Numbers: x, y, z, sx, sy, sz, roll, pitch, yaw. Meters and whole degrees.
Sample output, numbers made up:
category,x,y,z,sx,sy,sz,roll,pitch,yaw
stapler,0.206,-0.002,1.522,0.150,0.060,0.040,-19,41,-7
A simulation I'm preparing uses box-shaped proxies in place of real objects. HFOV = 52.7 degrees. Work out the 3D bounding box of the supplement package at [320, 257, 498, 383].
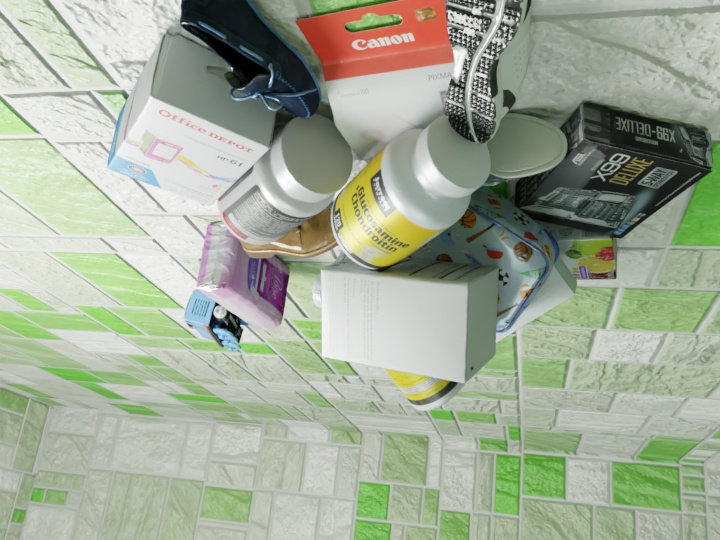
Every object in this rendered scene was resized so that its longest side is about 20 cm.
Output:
category,x,y,z,sx,sy,sz,roll,pitch,yaw
supplement package,0.061,0.052,0.906,0.196,0.120,0.117,7,-167,28

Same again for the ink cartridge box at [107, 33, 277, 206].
category,x,y,z,sx,sy,sz,roll,pitch,yaw
ink cartridge box,-0.200,-0.167,0.856,0.142,0.087,0.199,19,154,-26

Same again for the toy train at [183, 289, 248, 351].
category,x,y,z,sx,sy,sz,roll,pitch,yaw
toy train,-0.313,0.112,1.593,0.112,0.088,0.201,15,161,5

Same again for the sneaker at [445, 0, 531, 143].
category,x,y,z,sx,sy,sz,roll,pitch,yaw
sneaker,0.123,-0.217,0.667,0.073,0.080,0.202,32,150,20

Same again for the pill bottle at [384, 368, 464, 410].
category,x,y,z,sx,sy,sz,roll,pitch,yaw
pill bottle,0.070,0.102,1.102,0.113,0.115,0.201,-16,118,46

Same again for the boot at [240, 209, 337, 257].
category,x,y,z,sx,sy,sz,roll,pitch,yaw
boot,-0.102,-0.068,1.081,0.196,0.075,0.076,-6,136,22

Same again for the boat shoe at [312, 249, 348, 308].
category,x,y,z,sx,sy,sz,roll,pitch,yaw
boat shoe,0.000,0.000,1.072,0.065,0.201,0.075,6,125,23

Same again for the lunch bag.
category,x,y,z,sx,sy,sz,roll,pitch,yaw
lunch bag,0.145,-0.022,0.952,0.198,0.076,0.162,35,127,10

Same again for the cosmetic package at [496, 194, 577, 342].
category,x,y,z,sx,sy,sz,roll,pitch,yaw
cosmetic package,0.179,0.015,1.022,0.199,0.052,0.152,-36,95,29

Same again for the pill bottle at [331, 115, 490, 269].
category,x,y,z,sx,sy,sz,roll,pitch,yaw
pill bottle,0.054,-0.085,0.808,0.110,0.114,0.200,17,153,-23

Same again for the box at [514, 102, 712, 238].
category,x,y,z,sx,sy,sz,roll,pitch,yaw
box,0.293,-0.112,0.874,0.154,0.051,0.200,11,159,-8

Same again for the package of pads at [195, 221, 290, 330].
category,x,y,z,sx,sy,sz,roll,pitch,yaw
package of pads,-0.199,0.013,1.251,0.074,0.123,0.200,-3,156,24

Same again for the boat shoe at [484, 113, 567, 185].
category,x,y,z,sx,sy,sz,roll,pitch,yaw
boat shoe,0.149,-0.135,0.855,0.196,0.075,0.061,-2,171,30

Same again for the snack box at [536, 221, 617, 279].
category,x,y,z,sx,sy,sz,roll,pitch,yaw
snack box,0.273,-0.034,1.071,0.195,0.054,0.142,-1,155,22

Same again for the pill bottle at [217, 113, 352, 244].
category,x,y,z,sx,sy,sz,roll,pitch,yaw
pill bottle,-0.096,-0.111,0.910,0.112,0.117,0.199,18,159,-26

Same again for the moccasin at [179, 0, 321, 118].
category,x,y,z,sx,sy,sz,roll,pitch,yaw
moccasin,-0.115,-0.209,0.733,0.079,0.069,0.199,6,158,39

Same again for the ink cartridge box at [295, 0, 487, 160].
category,x,y,z,sx,sy,sz,roll,pitch,yaw
ink cartridge box,0.038,-0.192,0.769,0.159,0.058,0.200,-2,161,23
